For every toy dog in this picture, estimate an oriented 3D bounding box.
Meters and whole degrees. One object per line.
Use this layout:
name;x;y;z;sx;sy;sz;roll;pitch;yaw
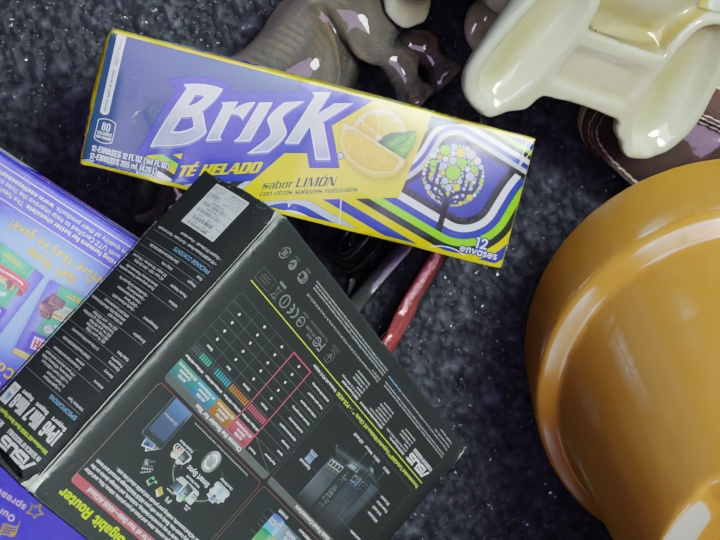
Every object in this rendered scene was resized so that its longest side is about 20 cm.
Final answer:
toy dog;0.085;-0.181;0.710;0.139;0.200;0.194;2;128;-32

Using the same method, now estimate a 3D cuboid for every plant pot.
plant pot;0.179;0.077;0.666;0.199;0.183;0.201;1;118;2

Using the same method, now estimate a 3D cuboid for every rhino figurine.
rhino figurine;-0.049;-0.074;0.760;0.200;0.060;0.088;-39;94;0

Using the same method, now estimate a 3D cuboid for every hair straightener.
hair straightener;0.000;0.000;0.767;0.077;0.041;0.200;33;93;-1

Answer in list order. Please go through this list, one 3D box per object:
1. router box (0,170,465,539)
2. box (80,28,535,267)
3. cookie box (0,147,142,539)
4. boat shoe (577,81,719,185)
router box;-0.055;0.076;0.667;0.150;0.062;0.200;-48;135;-12
box;-0.025;-0.058;0.699;0.199;0.070;0.065;13;96;-6
cookie box;-0.180;0.056;0.709;0.171;0.075;0.200;33;88;-3
boat shoe;0.202;-0.035;0.750;0.200;0.072;0.072;29;120;-5
